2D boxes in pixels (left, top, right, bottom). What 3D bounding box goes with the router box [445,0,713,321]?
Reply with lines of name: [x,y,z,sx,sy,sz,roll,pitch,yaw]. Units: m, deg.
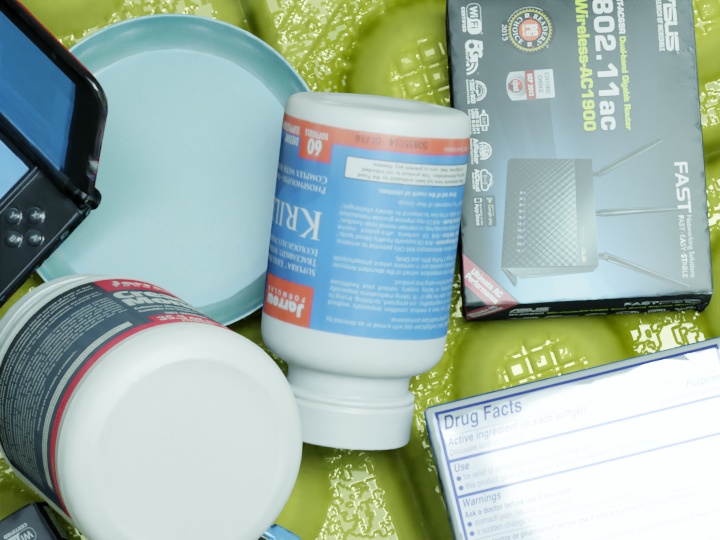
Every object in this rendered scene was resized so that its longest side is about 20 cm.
router box: [0.131,-0.072,1.733,0.150,0.062,0.200,-4,81,0]

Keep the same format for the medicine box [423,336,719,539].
medicine box: [0.147,0.157,1.677,0.182,0.103,0.200,-13,81,0]

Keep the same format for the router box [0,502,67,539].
router box: [-0.234,0.251,1.688,0.200,0.062,0.150,-32,83,-3]

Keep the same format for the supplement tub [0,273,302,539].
supplement tub: [-0.129,0.081,1.622,0.140,0.200,0.141,-5,104,-23]

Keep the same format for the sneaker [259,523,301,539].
sneaker: [-0.057,0.194,1.694,0.199,0.071,0.083,30,81,5]

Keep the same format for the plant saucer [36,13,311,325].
plant saucer: [-0.116,-0.057,1.758,0.200,0.027,0.200,0,82,2]

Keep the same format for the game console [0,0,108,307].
game console: [-0.256,-0.095,1.703,0.172,0.119,0.200,-46,74,2]

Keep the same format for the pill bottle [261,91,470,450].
pill bottle: [0.000,0.000,1.689,0.112,0.112,0.200,7,98,3]
